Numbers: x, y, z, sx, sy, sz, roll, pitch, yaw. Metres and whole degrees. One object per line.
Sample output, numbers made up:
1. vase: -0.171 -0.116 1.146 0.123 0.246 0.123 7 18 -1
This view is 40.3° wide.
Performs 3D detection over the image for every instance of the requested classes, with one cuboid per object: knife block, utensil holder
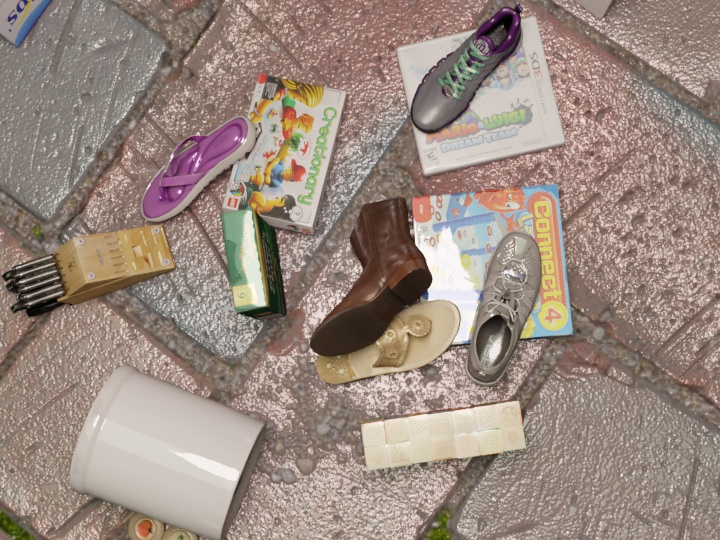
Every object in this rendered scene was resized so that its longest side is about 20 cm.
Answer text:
1. knife block: -0.376 0.005 1.336 0.199 0.175 0.065 -13 82 -43
2. utensil holder: -0.239 0.234 1.242 0.198 0.170 0.172 21 85 3

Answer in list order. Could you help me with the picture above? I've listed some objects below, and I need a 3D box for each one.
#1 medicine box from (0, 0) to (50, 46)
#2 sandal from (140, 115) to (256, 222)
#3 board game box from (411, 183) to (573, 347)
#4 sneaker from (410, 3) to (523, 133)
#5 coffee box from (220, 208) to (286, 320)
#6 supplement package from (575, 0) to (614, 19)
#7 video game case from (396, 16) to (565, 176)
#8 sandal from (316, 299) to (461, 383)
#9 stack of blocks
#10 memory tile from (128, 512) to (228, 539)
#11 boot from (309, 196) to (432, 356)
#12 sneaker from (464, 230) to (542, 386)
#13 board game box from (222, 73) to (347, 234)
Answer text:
1. medicine box: -0.484 -0.430 1.311 0.102 0.200 0.183 34 87 8
2. sandal: -0.229 -0.146 1.317 0.202 0.050 0.083 -37 53 14
3. board game box: 0.171 -0.004 1.298 0.193 0.056 0.203 -6 83 3
4. sneaker: 0.137 -0.271 1.291 0.074 0.088 0.200 40 86 7
5. coffee box: -0.131 -0.003 1.243 0.043 0.200 0.125 -9 83 2
6. supplement package: 0.331 -0.476 1.292 0.150 0.152 0.201 38 87 6
7. video game case: 0.163 -0.238 1.341 0.198 0.024 0.184 -12 83 2
8. sandal: 0.026 0.097 1.253 0.210 0.069 0.078 -23 76 22
9. stack of blocks: 0.105 0.207 1.249 0.197 0.115 0.059 -8 83 3
10. memory tile: -0.263 0.430 1.296 0.152 0.017 0.202 20 85 5
11. boot: 0.000 0.000 1.268 0.185 0.201 0.064 -34 124 10
12. sneaker: 0.184 0.047 1.222 0.074 0.082 0.202 14 85 5
13. board game box: -0.100 -0.159 1.326 0.125 0.035 0.202 12 75 4
